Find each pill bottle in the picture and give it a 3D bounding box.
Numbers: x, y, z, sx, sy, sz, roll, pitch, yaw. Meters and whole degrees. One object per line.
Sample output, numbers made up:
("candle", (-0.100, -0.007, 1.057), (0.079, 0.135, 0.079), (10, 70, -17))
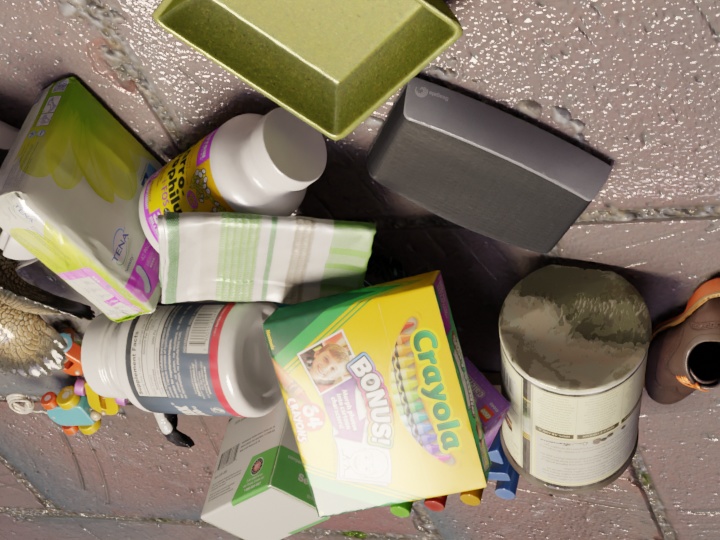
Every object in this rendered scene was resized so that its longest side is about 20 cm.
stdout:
("pill bottle", (-0.181, 0.087, 1.461), (0.198, 0.121, 0.120), (-1, 142, 30))
("pill bottle", (-0.118, -0.081, 1.342), (0.104, 0.105, 0.199), (35, 142, -24))

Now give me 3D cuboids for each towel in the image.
("towel", (-0.091, -0.006, 1.334), (0.197, 0.031, 0.150), (3, 153, -5))

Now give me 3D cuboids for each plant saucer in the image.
("plant saucer", (-0.042, -0.216, 1.166), (0.199, 0.048, 0.199), (31, 144, -19))

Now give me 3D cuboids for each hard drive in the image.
("hard drive", (0.110, -0.087, 1.281), (0.198, 0.043, 0.135), (23, 146, -7))

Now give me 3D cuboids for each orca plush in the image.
("orca plush", (-0.231, 0.124, 1.711), (0.070, 0.105, 0.202), (-22, 113, -7))

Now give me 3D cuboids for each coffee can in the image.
("coffee can", (0.210, 0.110, 1.419), (0.144, 0.148, 0.201), (9, 145, 13))

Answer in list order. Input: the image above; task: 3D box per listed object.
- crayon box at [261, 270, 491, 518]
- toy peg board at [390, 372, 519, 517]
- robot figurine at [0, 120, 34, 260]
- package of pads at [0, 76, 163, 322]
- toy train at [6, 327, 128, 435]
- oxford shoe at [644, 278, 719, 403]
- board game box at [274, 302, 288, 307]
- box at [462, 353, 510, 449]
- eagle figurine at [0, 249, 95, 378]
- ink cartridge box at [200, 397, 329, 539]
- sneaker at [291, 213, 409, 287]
("crayon box", (0.018, 0.119, 1.359), (0.170, 0.058, 0.203), (-13, 102, 17))
("toy peg board", (0.098, 0.212, 1.660), (0.196, 0.099, 0.201), (1, 143, 24))
("robot figurine", (-0.380, -0.094, 1.432), (0.198, 0.151, 0.125), (27, 129, -11))
("package of pads", (-0.259, -0.062, 1.388), (0.068, 0.156, 0.200), (-13, 136, 37))
("toy train", (-0.369, 0.135, 1.813), (0.149, 0.056, 0.200), (29, 142, -13))
("oxford shoe", (0.320, 0.087, 1.388), (0.070, 0.073, 0.201), (17, 146, 0))
("board game box", (-0.072, 0.084, 1.604), (0.150, 0.047, 0.200), (31, 144, -18))
("box", (0.084, 0.129, 1.484), (0.137, 0.039, 0.200), (47, 164, 15))
("eagle figurine", (-0.394, 0.016, 1.572), (0.150, 0.201, 0.152), (-33, 171, 5))
("ink cartridge box", (-0.078, 0.170, 1.508), (0.083, 0.202, 0.146), (29, 145, -22))
("sneaker", (0.000, 0.000, 1.448), (0.079, 0.076, 0.200), (-23, 135, 24))
